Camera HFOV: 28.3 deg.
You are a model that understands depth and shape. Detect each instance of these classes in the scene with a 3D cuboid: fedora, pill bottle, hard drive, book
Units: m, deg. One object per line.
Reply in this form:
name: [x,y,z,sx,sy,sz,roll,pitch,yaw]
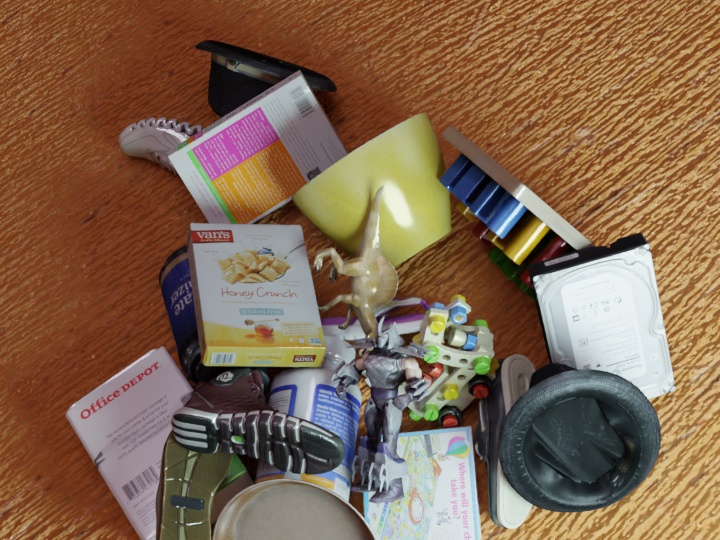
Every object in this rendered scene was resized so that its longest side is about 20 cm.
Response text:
fedora: [0.238,0.174,1.604,0.198,0.202,0.092,-16,32,1]
pill bottle: [-0.174,0.070,1.736,0.111,0.112,0.201,-21,51,-1]
hard drive: [0.278,0.068,1.638,0.138,0.202,0.038,-15,28,1]
pill bottle: [-0.057,0.183,1.677,0.111,0.112,0.202,3,64,11]
book: [-0.128,-0.146,1.824,0.199,0.134,0.048,-29,23,6]
fedora: [-0.134,-0.237,1.899,0.199,0.200,0.093,21,102,19]

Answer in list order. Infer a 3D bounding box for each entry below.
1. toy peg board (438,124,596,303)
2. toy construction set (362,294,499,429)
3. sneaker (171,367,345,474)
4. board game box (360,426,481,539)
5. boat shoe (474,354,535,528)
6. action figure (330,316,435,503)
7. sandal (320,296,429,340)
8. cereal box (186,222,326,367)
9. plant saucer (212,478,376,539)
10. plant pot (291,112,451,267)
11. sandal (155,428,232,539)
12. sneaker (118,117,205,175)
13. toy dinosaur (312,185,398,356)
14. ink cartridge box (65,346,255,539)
toy peg board: [0.179,-0.049,1.686,0.098,0.199,0.200,-51,33,6]
toy construction set: [0.083,0.113,1.666,0.130,0.200,0.093,26,52,-21]
sneaker: [-0.105,0.156,1.604,0.197,0.076,0.116,11,38,7]
board game box: [0.071,0.286,1.647,0.133,0.034,0.202,-6,63,7]
boat shoe: [0.168,0.202,1.667,0.067,0.071,0.203,-17,62,44]
action figure: [0.025,0.153,1.601,0.129,0.069,0.203,7,97,51]
sandal: [0.027,0.053,1.741,0.200,0.082,0.050,-7,94,7]
cereal box: [-0.126,0.026,1.685,0.142,0.040,0.201,1,47,-16]
plant saucer: [-0.068,0.317,1.596,0.198,0.203,0.032,4,21,12]
plant pot: [0.033,-0.082,1.769,0.199,0.200,0.143,-31,89,-7]
sandal: [-0.195,0.253,1.602,0.079,0.054,0.202,17,60,-18]
sneaker: [-0.232,-0.154,1.903,0.197,0.075,0.082,6,73,13]
toy dinosaur: [0.000,0.000,1.697,0.100,0.058,0.203,3,92,27]
ink cartridge box: [-0.238,0.217,1.706,0.145,0.084,0.201,-34,64,-8]
